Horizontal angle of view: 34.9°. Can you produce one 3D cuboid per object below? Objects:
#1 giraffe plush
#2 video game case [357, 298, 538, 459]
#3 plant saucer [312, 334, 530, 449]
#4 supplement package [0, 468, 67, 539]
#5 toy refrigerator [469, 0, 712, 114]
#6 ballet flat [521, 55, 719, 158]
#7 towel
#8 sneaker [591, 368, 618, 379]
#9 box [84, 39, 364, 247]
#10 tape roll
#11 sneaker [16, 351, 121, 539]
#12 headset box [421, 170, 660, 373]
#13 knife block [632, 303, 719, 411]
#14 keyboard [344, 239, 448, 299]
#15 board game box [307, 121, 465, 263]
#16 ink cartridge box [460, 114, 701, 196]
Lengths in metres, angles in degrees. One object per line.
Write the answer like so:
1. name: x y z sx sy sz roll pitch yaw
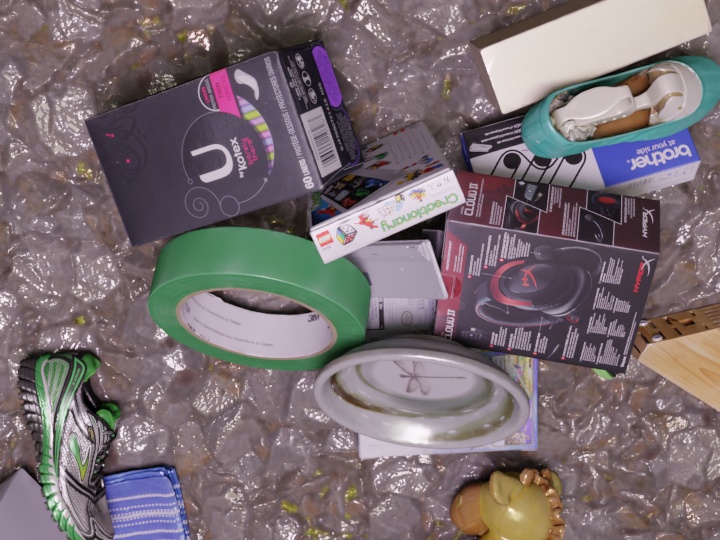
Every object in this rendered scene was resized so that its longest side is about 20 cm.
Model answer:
1. giraffe plush: 0.142 0.278 1.153 0.199 0.173 0.163 1 85 8
2. video game case: 0.084 0.083 1.136 0.180 0.045 0.201 -2 106 -1
3. plant saucer: 0.057 0.104 1.057 0.199 0.050 0.200 7 150 4
4. supplement package: -0.373 0.339 1.102 0.200 0.191 0.147 -37 105 15
5. toy refrigerator: 0.207 -0.209 1.042 0.199 0.076 0.070 -22 106 3
6. ballet flat: 0.240 -0.145 1.004 0.199 0.070 0.068 -18 86 -8
7. towel: -0.245 0.303 1.196 0.144 0.024 0.201 -9 107 1
8. sneaker: 0.232 0.014 1.108 0.083 0.077 0.201 -13 108 5
9. box: -0.117 -0.111 1.000 0.199 0.106 0.123 -16 100 25
10. tape roll: -0.091 0.030 1.044 0.199 0.201 0.048 12 63 -6
11. sneaker: -0.272 0.176 1.119 0.085 0.078 0.201 -13 96 -3
12. headset box: 0.150 0.001 1.010 0.199 0.075 0.149 9 133 7
13. knife block: 0.378 0.122 1.152 0.199 0.064 0.176 -13 106 1
14. keyboard: 0.000 0.000 1.053 0.011 0.200 0.056 -39 115 -35
15. board game box: 0.015 -0.074 1.007 0.126 0.200 0.035 -23 108 5
16. ink cartridge box: 0.202 -0.106 1.064 0.199 0.044 0.094 -16 69 1
